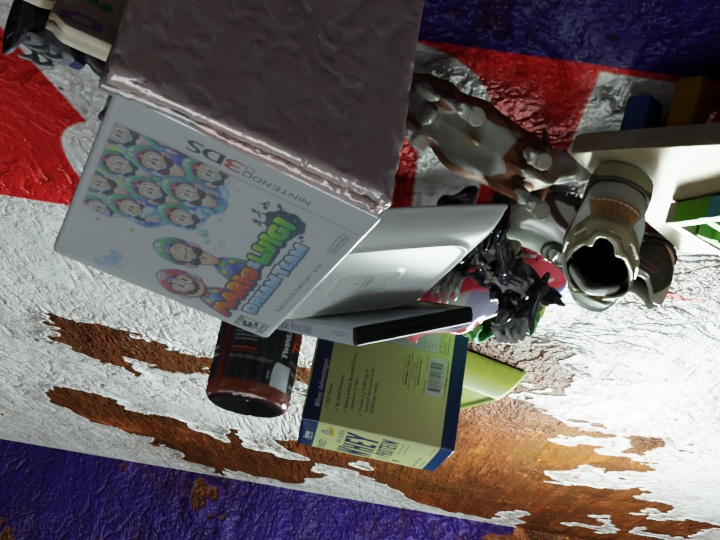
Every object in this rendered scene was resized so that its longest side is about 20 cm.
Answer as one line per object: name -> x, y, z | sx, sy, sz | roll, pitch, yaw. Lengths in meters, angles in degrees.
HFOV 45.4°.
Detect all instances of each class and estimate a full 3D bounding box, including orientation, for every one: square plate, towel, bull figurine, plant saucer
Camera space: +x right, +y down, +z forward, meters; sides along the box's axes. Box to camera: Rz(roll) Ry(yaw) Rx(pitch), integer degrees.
square plate -> 0.000, 0.000, 0.726 | 0.194, 0.029, 0.200 | -6, 160, -21
towel -> -0.048, -0.157, 0.538 | 0.188, 0.204, 0.032 | 21, 153, -22
bull figurine -> 0.111, -0.102, 0.719 | 0.197, 0.066, 0.122 | 23, -164, -12
plant saucer -> 0.131, 0.178, 1.390 | 0.197, 0.049, 0.199 | 22, 153, -24

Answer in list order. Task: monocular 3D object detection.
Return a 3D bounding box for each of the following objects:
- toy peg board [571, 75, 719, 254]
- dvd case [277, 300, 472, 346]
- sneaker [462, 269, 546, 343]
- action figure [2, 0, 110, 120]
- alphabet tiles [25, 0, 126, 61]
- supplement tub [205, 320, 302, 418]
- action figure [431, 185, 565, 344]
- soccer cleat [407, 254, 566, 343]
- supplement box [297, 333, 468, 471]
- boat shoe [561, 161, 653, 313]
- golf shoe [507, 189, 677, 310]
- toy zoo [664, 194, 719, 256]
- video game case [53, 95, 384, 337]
toy peg board -> 0.314, -0.095, 0.692 | 0.198, 0.100, 0.197 | 30, 165, -36
dvd case -> -0.007, 0.043, 0.840 | 0.141, 0.018, 0.198 | -8, -173, -36
sneaker -> 0.127, 0.043, 1.050 | 0.196, 0.085, 0.074 | 0, 155, 24
action figure -> -0.194, -0.172, 0.726 | 0.129, 0.071, 0.199 | -28, 144, 28
alphabet tiles -> -0.147, -0.175, 0.581 | 0.193, 0.201, 0.015 | 21, 117, -20
supplement tub -> -0.122, 0.072, 1.068 | 0.105, 0.204, 0.107 | 9, 158, 4
action figure -> 0.127, 0.009, 0.842 | 0.118, 0.103, 0.201 | 23, 159, 37
soccer cleat -> 0.139, 0.033, 0.989 | 0.196, 0.067, 0.078 | -10, 127, -4
supplement box -> 0.031, 0.141, 1.159 | 0.195, 0.204, 0.135 | 12, 155, -2
boat shoe -> 0.206, -0.009, 0.752 | 0.073, 0.069, 0.201 | 17, 154, 19
golf shoe -> 0.221, -0.023, 0.865 | 0.196, 0.090, 0.077 | 11, 158, 5
toy zoo -> 0.346, -0.027, 0.645 | 0.129, 0.021, 0.199 | 25, 168, -20
video game case -> -0.106, -0.031, 0.595 | 0.179, 0.024, 0.200 | 24, 144, -18
